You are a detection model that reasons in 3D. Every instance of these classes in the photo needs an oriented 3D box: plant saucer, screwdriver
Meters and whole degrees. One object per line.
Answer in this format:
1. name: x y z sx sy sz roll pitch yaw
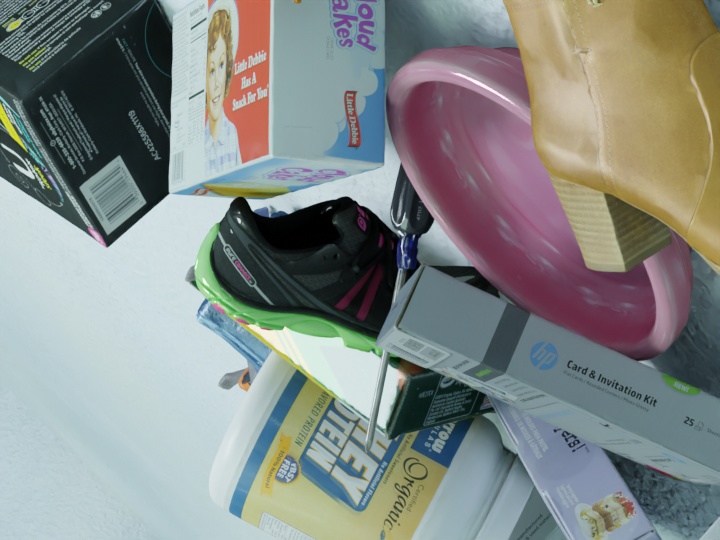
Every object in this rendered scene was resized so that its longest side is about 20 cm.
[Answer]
1. plant saucer: 0.100 -0.042 0.923 0.200 0.051 0.201 42 162 17
2. screwdriver: 0.025 0.014 1.060 0.028 0.029 0.201 22 112 43

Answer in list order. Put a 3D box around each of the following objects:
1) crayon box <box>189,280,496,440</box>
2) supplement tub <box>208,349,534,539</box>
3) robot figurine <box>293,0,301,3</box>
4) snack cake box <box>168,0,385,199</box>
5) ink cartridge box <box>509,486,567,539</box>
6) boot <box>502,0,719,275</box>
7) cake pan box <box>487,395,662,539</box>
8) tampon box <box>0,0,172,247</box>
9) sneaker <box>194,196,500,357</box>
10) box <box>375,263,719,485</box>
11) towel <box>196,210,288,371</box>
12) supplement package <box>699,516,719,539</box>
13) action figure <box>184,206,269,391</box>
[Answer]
1. crayon box: -0.005 0.032 1.190 0.200 0.127 0.051 34 116 33
2. supplement tub: 0.010 0.142 1.227 0.199 0.145 0.145 27 159 6
3. robot figurine: -0.078 -0.219 0.896 0.200 0.058 0.146 35 128 35
4. snack cake box: -0.052 -0.107 1.012 0.200 0.067 0.116 173 100 -68
5. ink cartridge box: 0.083 0.196 1.396 0.200 0.083 0.145 34 158 35
6. boot: 0.147 -0.072 0.736 0.201 0.071 0.145 -1 113 46
7. cake pan box: 0.159 0.169 1.112 0.185 0.052 0.200 59 -178 -33
8. tampon box: -0.226 -0.139 1.327 0.200 0.126 0.150 29 154 45
9. sneaker: 0.000 0.000 1.088 0.077 0.199 0.084 -121 44 -59
10. box: 0.110 0.061 0.969 0.199 0.041 0.156 25 174 0
11. towel: -0.024 0.057 1.324 0.200 0.049 0.112 44 117 9
12. supplement package: 0.282 0.210 0.938 0.200 0.111 0.156 34 158 33
13. action figure: -0.060 0.036 1.431 0.193 0.104 0.201 15 115 48
